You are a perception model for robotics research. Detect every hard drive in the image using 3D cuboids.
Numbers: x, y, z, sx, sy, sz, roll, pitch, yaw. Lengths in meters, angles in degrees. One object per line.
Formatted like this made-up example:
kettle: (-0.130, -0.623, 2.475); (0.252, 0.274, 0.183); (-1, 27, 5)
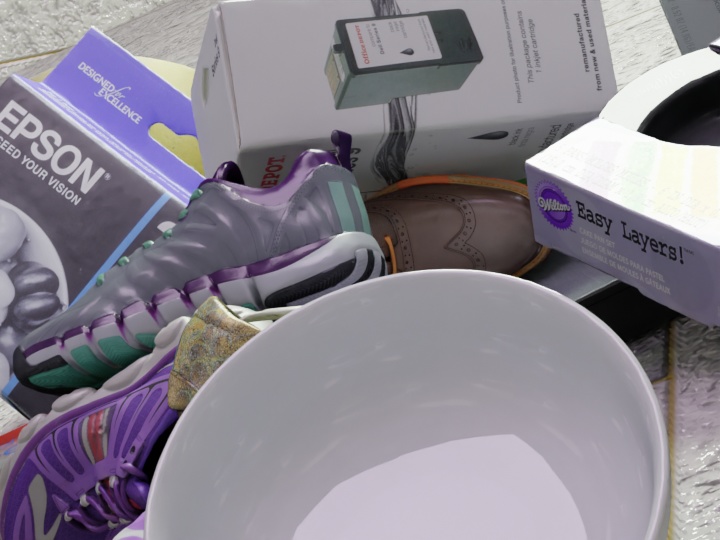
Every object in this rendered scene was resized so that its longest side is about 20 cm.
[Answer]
hard drive: (0.138, -0.013, 1.311); (0.139, 0.033, 0.200); (-26, 14, -6)

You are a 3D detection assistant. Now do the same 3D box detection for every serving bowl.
serving bowl: (0.023, 0.098, 0.934); (0.199, 0.066, 0.201); (-10, 49, 11)

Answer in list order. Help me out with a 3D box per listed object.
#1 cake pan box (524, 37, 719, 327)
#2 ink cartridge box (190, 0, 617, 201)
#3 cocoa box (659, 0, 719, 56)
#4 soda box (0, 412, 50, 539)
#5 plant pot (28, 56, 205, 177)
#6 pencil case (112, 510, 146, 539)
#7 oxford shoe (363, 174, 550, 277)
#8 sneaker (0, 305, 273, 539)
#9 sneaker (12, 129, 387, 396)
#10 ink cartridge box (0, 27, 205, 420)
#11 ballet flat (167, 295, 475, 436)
cake pan box: (0.202, -0.044, 1.155); (0.184, 0.053, 0.200); (-30, 37, -29)
ink cartridge box: (0.019, -0.085, 1.307); (0.199, 0.085, 0.146); (-6, -16, -10)
cocoa box: (0.238, -0.178, 1.395); (0.131, 0.201, 0.133); (-19, 16, 21)
soda box: (-0.182, 0.125, 1.282); (0.199, 0.064, 0.070); (-24, 15, -1)
plant pot: (-0.139, -0.004, 1.482); (0.199, 0.200, 0.142); (-20, 40, 18)
pencil case: (-0.029, 0.105, 1.075); (0.085, 0.084, 0.200); (25, 42, 24)
oxford shoe: (0.000, 0.000, 1.268); (0.199, 0.072, 0.073); (-13, 11, 12)
sneaker: (-0.109, 0.093, 1.179); (0.200, 0.080, 0.084); (-43, 22, 33)
sneaker: (-0.081, 0.000, 1.222); (0.199, 0.088, 0.074); (-18, -24, 18)
ink cartridge box: (-0.147, -0.017, 1.381); (0.200, 0.198, 0.043); (-51, -20, -9)
ballet flat: (0.021, 0.048, 1.031); (0.199, 0.071, 0.071); (9, 16, -1)
